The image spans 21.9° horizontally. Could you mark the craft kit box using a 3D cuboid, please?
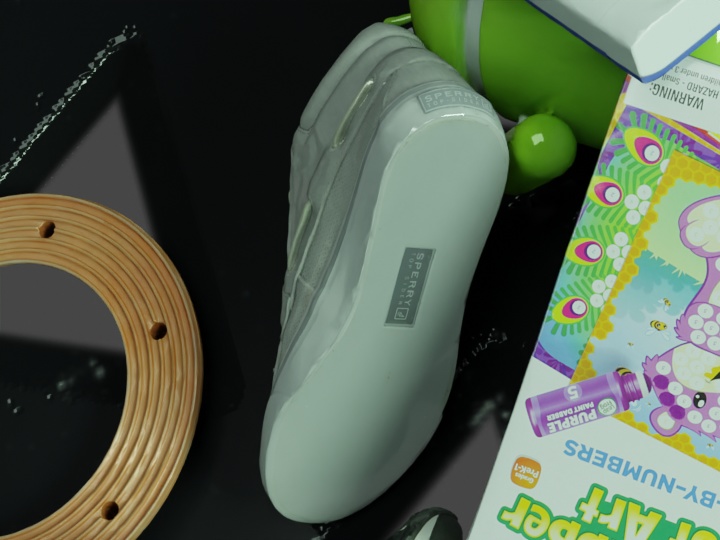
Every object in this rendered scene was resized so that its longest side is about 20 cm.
[{"bbox_3d":[0.161,0.042,0.660,0.200,0.049,0.198,19,100,14],"label":"craft kit box"}]

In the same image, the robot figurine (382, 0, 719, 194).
[{"bbox_3d":[0.107,-0.108,0.760,0.200,0.116,0.176,22,84,26],"label":"robot figurine"}]

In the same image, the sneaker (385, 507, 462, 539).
[{"bbox_3d":[0.017,0.189,0.713,0.079,0.074,0.200,17,64,-12],"label":"sneaker"}]

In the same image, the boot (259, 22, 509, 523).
[{"bbox_3d":[0.000,0.000,0.767,0.200,0.073,0.096,-68,27,24],"label":"boot"}]

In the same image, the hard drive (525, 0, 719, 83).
[{"bbox_3d":[0.091,-0.160,0.703,0.132,0.025,0.200,-39,47,-8],"label":"hard drive"}]

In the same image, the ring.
[{"bbox_3d":[-0.162,0.060,0.850,0.200,0.019,0.201,-8,67,18],"label":"ring"}]
